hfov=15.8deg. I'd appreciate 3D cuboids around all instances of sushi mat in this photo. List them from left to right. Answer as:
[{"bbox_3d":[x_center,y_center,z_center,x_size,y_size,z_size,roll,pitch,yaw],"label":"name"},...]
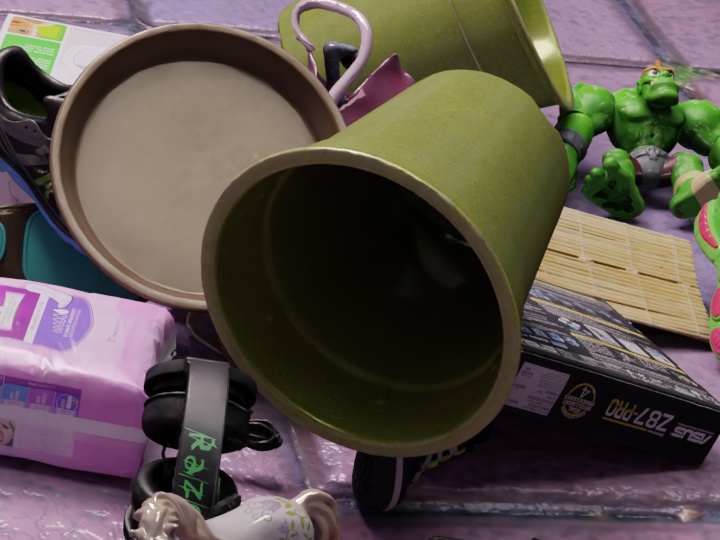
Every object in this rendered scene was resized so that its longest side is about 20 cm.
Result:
[{"bbox_3d":[0.161,-0.006,1.847,0.199,0.012,0.096,14,48,-25],"label":"sushi mat"}]

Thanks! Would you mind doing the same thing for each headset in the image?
[{"bbox_3d":[-0.084,0.110,1.495,0.093,0.124,0.200,9,6,-7],"label":"headset"}]

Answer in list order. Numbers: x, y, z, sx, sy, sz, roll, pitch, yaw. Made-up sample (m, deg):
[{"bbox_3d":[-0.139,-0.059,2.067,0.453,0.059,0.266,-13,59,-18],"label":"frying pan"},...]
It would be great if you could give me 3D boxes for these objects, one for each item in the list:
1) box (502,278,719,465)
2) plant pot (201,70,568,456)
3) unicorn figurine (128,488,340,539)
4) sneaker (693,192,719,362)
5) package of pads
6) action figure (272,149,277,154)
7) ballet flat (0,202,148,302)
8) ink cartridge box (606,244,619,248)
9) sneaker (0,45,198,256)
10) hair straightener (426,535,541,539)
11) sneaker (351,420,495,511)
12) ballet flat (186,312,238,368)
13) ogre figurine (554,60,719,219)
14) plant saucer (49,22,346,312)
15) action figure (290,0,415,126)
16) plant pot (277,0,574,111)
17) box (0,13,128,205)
[{"bbox_3d":[0.124,0.051,1.696,0.199,0.049,0.161,17,20,-39],"label":"box"},{"bbox_3d":[0.037,-0.026,1.543,0.199,0.201,0.190,20,38,17],"label":"plant pot"},{"bbox_3d":[-0.080,0.163,1.358,0.074,0.138,0.200,24,29,24],"label":"unicorn figurine"},{"bbox_3d":[0.295,0.015,1.868,0.084,0.077,0.201,31,35,-23],"label":"sneaker"},{"bbox_3d":[-0.217,0.057,1.589,0.198,0.076,0.121,11,23,-1],"label":"package of pads"},{"bbox_3d":[0.000,0.000,1.745,0.200,0.066,0.052,37,-3,-20],"label":"action figure"},{"bbox_3d":[-0.233,-0.012,1.745,0.198,0.071,0.071,8,26,-11],"label":"ballet flat"},{"bbox_3d":[0.089,-0.035,1.926,0.094,0.044,0.200,-17,38,-42],"label":"ink cartridge box"},{"bbox_3d":[-0.184,-0.075,1.709,0.199,0.083,0.071,40,47,21],"label":"sneaker"},{"bbox_3d":[0.124,0.173,1.527,0.199,0.041,0.077,1,28,-19],"label":"hair straightener"},{"bbox_3d":[0.045,0.088,1.633,0.082,0.072,0.200,13,26,1],"label":"sneaker"},{"bbox_3d":[-0.097,0.004,1.739,0.068,0.072,0.200,17,29,-41],"label":"ballet flat"},{"bbox_3d":[0.228,-0.097,2.061,0.198,0.099,0.120,-7,46,-2],"label":"ogre figurine"},{"bbox_3d":[-0.102,-0.064,1.671,0.199,0.029,0.201,4,68,-10],"label":"plant saucer"},{"bbox_3d":[-0.020,-0.068,1.836,0.133,0.149,0.201,16,57,30],"label":"action figure"},{"bbox_3d":[0.042,-0.184,2.025,0.189,0.201,0.200,-21,24,11],"label":"plant pot"},{"bbox_3d":[-0.180,-0.097,1.893,0.198,0.097,0.177,11,24,-3],"label":"box"}]
